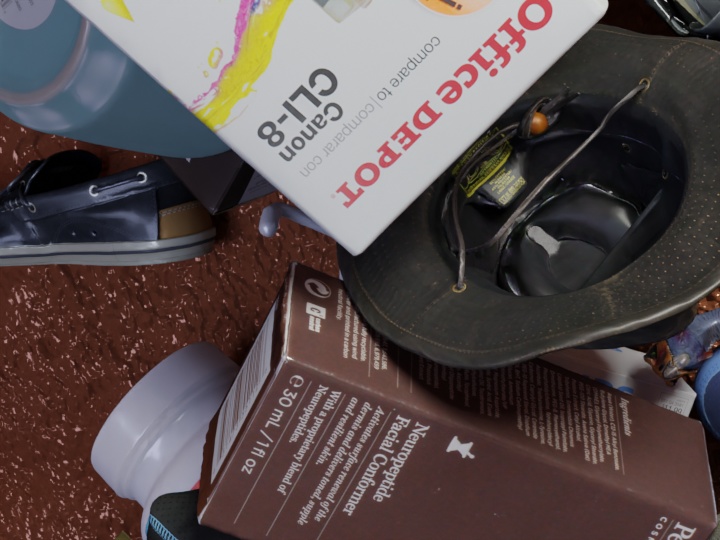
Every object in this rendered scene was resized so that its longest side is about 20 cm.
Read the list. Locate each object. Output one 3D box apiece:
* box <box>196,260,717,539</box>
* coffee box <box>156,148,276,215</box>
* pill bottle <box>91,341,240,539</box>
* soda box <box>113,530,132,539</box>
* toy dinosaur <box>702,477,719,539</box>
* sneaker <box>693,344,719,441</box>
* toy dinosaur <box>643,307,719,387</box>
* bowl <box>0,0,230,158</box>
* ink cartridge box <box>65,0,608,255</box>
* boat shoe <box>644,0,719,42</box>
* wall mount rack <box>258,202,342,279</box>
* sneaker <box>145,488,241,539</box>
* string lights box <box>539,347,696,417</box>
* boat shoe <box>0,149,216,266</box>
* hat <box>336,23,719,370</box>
[{"bbox_3d":[0.040,0.086,0.864,0.198,0.075,0.101,20,123,-13],"label":"box"},{"bbox_3d":[-0.043,-0.142,0.997,0.113,0.080,0.201,45,128,17],"label":"coffee box"},{"bbox_3d":[-0.044,0.140,1.082,0.200,0.116,0.116,43,127,17],"label":"pill bottle"},{"bbox_3d":[-0.088,0.235,1.113,0.068,0.064,0.200,33,162,49],"label":"soda box"},{"bbox_3d":[0.174,0.136,0.862,0.102,0.200,0.077,32,85,16],"label":"toy dinosaur"},{"bbox_3d":[0.225,0.078,0.873,0.199,0.082,0.075,18,119,35],"label":"sneaker"},{"bbox_3d":[0.208,0.022,0.847,0.199,0.105,0.182,36,149,-5],"label":"toy dinosaur"},{"bbox_3d":[-0.126,-0.141,0.944,0.200,0.105,0.203,15,113,37],"label":"bowl"},{"bbox_3d":[-0.019,-0.140,0.796,0.200,0.145,0.145,41,112,-15],"label":"ink cartridge box"},{"bbox_3d":[0.156,-0.121,0.860,0.074,0.066,0.200,-42,80,38],"label":"boat shoe"},{"bbox_3d":[0.000,0.000,0.969,0.074,0.175,0.200,21,132,-21],"label":"wall mount rack"},{"bbox_3d":[-0.024,0.098,0.988,0.081,0.200,0.074,25,118,21],"label":"sneaker"},{"bbox_3d":[0.072,0.127,0.960,0.102,0.059,0.202,16,104,-11],"label":"string lights box"},{"bbox_3d":[-0.168,-0.036,1.143,0.198,0.074,0.063,0,102,33],"label":"boat shoe"},{"bbox_3d":[0.091,-0.012,0.842,0.199,0.201,0.081,2,140,37],"label":"hat"}]
